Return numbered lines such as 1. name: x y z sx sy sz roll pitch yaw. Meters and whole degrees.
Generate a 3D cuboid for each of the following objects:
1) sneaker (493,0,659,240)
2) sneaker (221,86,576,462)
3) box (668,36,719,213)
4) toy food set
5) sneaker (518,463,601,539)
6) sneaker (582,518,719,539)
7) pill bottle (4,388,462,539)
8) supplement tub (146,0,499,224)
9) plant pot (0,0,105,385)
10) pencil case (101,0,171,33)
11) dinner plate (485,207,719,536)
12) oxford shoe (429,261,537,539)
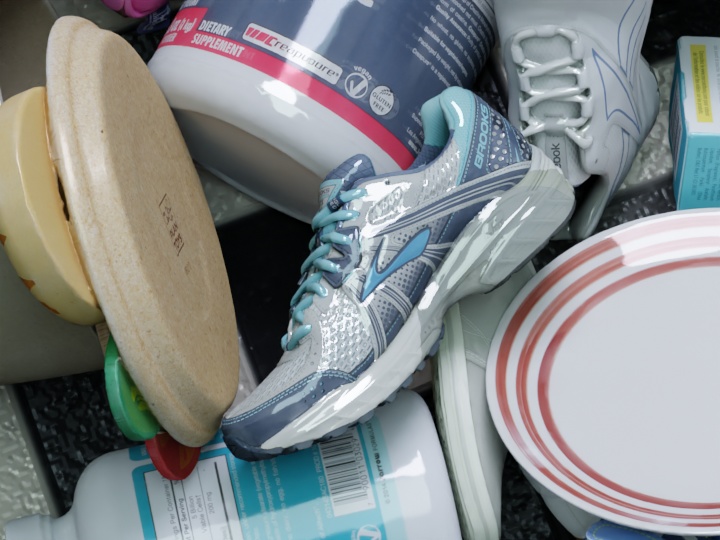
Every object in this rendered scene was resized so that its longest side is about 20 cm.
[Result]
1. sneaker: 0.098 -0.089 1.290 0.074 0.200 0.088 4 57 19
2. sneaker: 0.000 0.000 1.241 0.200 0.078 0.086 -45 104 -22
3. box: 0.249 -0.065 1.349 0.198 0.049 0.083 3 39 0
4. toy food set: -0.102 -0.011 1.223 0.048 0.200 0.199 -18 119 9
5. sneaker: 0.162 0.056 1.338 0.200 0.073 0.085 -43 113 -18
6. sneaker: 0.109 0.144 1.204 0.074 0.200 0.082 37 113 7
7. pill bottle: -0.057 0.126 1.284 0.198 0.111 0.112 -12 76 -3
8. supplement tub: -0.001 -0.132 1.334 0.140 0.140 0.201 27 77 6
9. plant pot: -0.221 -0.018 1.300 0.199 0.187 0.189 -18 76 10
10. pencil case: -0.156 -0.200 1.330 0.200 0.091 0.094 37 34 8
11. dinner plate: 0.155 0.047 1.252 0.198 0.024 0.201 -5 42 5
12. oxford shoe: 0.059 0.035 1.312 0.057 0.075 0.201 -1 56 -2
